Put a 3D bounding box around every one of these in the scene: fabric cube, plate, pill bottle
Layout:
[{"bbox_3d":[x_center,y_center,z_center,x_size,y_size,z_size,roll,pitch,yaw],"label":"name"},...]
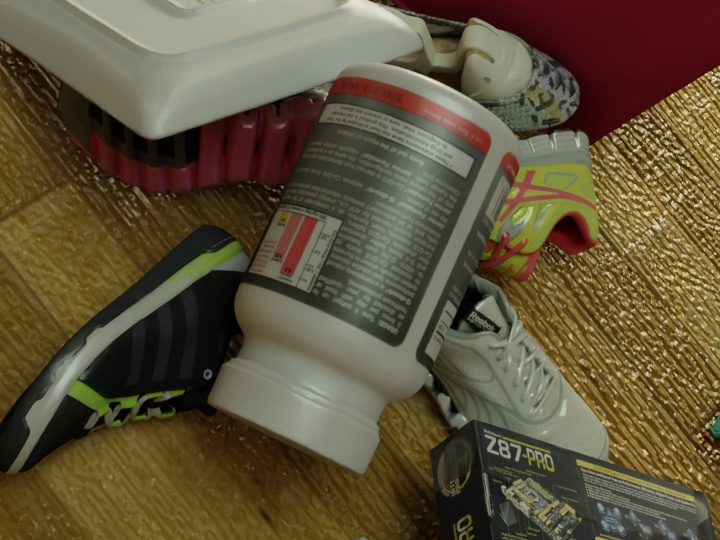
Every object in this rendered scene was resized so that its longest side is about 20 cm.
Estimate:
[{"bbox_3d":[0.170,-0.239,0.981,0.196,0.199,0.201,37,55,-13],"label":"fabric cube"},{"bbox_3d":[-0.096,-0.152,0.845,0.199,0.033,0.199,-23,39,-34],"label":"plate"},{"bbox_3d":[0.000,0.000,0.780,0.115,0.116,0.202,27,81,-13],"label":"pill bottle"}]

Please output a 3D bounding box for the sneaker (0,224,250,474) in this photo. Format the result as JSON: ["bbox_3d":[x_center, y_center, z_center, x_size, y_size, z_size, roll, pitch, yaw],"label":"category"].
[{"bbox_3d":[-0.111,0.053,0.784,0.083,0.072,0.200,47,55,-3],"label":"sneaker"}]

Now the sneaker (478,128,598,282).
[{"bbox_3d":[0.081,-0.034,0.925,0.198,0.078,0.091,-12,80,-28],"label":"sneaker"}]

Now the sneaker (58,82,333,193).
[{"bbox_3d":[-0.085,-0.098,0.880,0.198,0.080,0.096,9,33,-16],"label":"sneaker"}]

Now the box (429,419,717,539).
[{"bbox_3d":[0.136,0.186,0.822,0.198,0.049,0.163,20,48,-32],"label":"box"}]

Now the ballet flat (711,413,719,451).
[{"bbox_3d":[0.316,0.079,0.998,0.067,0.068,0.200,51,56,-5],"label":"ballet flat"}]

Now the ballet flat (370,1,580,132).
[{"bbox_3d":[0.050,-0.136,0.926,0.198,0.072,0.073,10,60,-2],"label":"ballet flat"}]

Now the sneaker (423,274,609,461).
[{"bbox_3d":[0.079,0.057,0.876,0.199,0.081,0.075,40,53,-7],"label":"sneaker"}]

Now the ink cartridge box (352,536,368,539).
[{"bbox_3d":[0.051,0.271,0.743,0.199,0.043,0.199,34,43,-20],"label":"ink cartridge box"}]
